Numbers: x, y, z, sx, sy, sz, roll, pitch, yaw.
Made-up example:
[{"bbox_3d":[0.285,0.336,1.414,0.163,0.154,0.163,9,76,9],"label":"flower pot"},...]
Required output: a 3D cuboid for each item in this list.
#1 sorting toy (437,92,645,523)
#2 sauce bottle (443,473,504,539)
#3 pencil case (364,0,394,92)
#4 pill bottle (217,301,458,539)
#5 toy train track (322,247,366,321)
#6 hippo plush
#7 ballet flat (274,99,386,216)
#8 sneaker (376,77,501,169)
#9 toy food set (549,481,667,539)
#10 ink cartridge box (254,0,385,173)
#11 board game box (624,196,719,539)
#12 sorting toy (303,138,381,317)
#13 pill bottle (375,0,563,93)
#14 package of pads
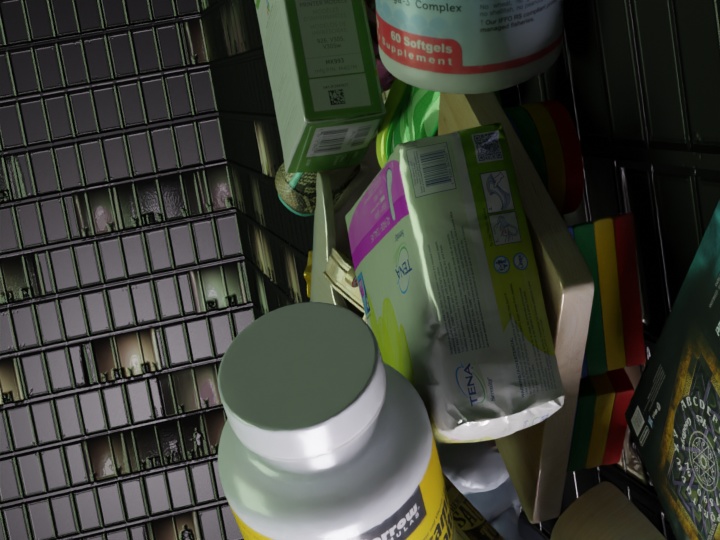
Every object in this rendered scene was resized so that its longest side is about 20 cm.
[{"bbox_3d":[0.106,0.005,0.814,0.201,0.068,0.201,89,166,-45],"label":"sorting toy"},{"bbox_3d":[0.037,0.157,0.864,0.200,0.066,0.066,47,166,2],"label":"sauce bottle"},{"bbox_3d":[0.020,-0.191,1.035,0.200,0.081,0.088,151,125,-79],"label":"pencil case"},{"bbox_3d":[-0.011,0.116,0.718,0.113,0.110,0.202,-112,5,-47],"label":"pill bottle"},{"bbox_3d":[-0.005,0.064,0.941,0.114,0.032,0.202,37,121,26],"label":"toy train track"},{"bbox_3d":[0.092,0.150,0.967,0.200,0.158,0.163,-35,-37,-57],"label":"hippo plush"},{"bbox_3d":[0.004,-0.102,1.121,0.068,0.199,0.076,41,124,13],"label":"ballet flat"},{"bbox_3d":[0.064,-0.140,0.898,0.083,0.073,0.203,35,130,39],"label":"sneaker"},{"bbox_3d":[0.170,0.239,0.787,0.144,0.060,0.202,48,151,49],"label":"toy food set"},{"bbox_3d":[-0.036,-0.181,0.953,0.104,0.058,0.203,125,135,-73],"label":"ink cartridge box"},{"bbox_3d":[0.175,0.074,0.622,0.201,0.028,0.137,96,160,-56],"label":"board game box"},{"bbox_3d":[0.000,0.000,1.047,0.200,0.105,0.183,-42,-50,-61],"label":"sorting toy"},{"bbox_3d":[0.057,-0.208,0.744,0.109,0.107,0.203,-117,19,-57],"label":"pill bottle"},{"bbox_3d":[0.046,0.020,0.775,0.200,0.067,0.157,130,128,-77],"label":"package of pads"}]
